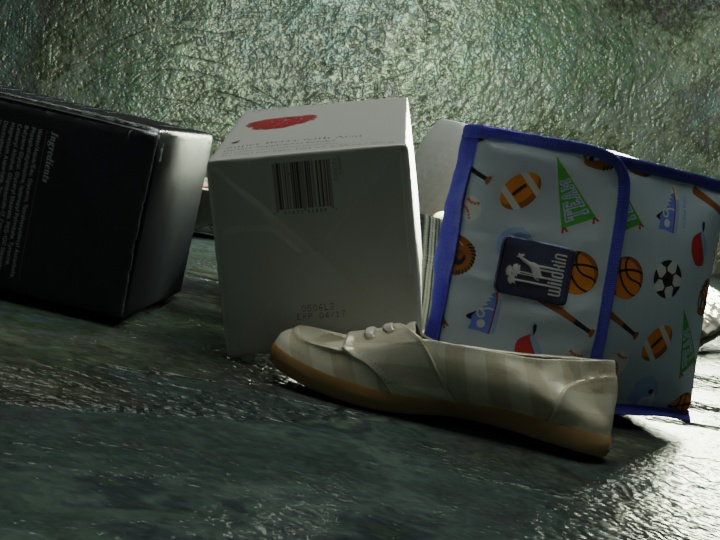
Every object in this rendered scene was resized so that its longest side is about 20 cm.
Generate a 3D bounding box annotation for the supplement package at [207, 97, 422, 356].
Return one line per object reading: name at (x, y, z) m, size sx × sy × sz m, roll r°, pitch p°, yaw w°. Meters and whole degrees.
supplement package at (-0.023, -0.035, 0.976) m, size 0.120 × 0.121 × 0.200 m, roll -5°, pitch 14°, yaw 3°

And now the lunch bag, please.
lunch bag at (0.133, 0.004, 0.987) m, size 0.198 × 0.172 × 0.123 m, roll 10°, pitch 1°, yaw -35°

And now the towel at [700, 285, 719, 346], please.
towel at (0.335, 0.023, 1.641) m, size 0.132 × 0.035 × 0.200 m, roll 41°, pitch 22°, yaw 16°

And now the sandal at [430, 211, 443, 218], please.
sandal at (0.109, -0.013, 1.731) m, size 0.069 × 0.079 × 0.211 m, roll -8°, pitch -14°, yaw 36°

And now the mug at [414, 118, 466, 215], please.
mug at (0.144, -0.083, 1.867) m, size 0.198 × 0.177 × 0.148 m, roll 11°, pitch 6°, yaw -18°

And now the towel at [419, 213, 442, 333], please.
towel at (0.000, 0.000, 1.160) m, size 0.190 × 0.035 × 0.201 m, roll 15°, pitch 28°, yaw -2°

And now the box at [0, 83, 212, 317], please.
box at (-0.217, -0.056, 1.017) m, size 0.194 × 0.125 × 0.200 m, roll 11°, pitch 5°, yaw 3°

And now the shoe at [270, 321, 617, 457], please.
shoe at (0.048, 0.055, 0.861) m, size 0.198 × 0.054 × 0.070 m, roll 13°, pitch 5°, yaw 5°

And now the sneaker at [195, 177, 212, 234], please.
sneaker at (-0.174, -0.075, 1.622) m, size 0.107 × 0.068 × 0.200 m, roll 19°, pitch 11°, yaw 34°
